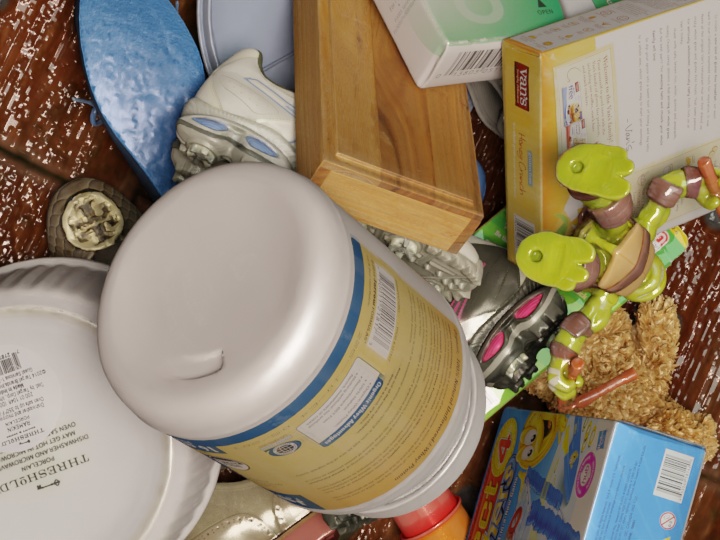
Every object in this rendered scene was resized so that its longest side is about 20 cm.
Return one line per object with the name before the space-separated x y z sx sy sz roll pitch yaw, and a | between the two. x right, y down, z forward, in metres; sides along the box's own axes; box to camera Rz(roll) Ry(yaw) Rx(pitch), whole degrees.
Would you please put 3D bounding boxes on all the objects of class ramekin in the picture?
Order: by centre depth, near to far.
ramekin | -0.178 0.095 0.940 0.199 0.105 0.202 0 93 0

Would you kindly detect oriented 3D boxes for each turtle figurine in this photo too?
turtle figurine | 0.147 -0.019 0.936 0.064 0.161 0.200 40 93 29

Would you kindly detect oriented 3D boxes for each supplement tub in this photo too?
supplement tub | -0.029 0.045 0.883 0.145 0.144 0.200 -60 142 -8

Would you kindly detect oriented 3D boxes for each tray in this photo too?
tray | 0.013 -0.106 0.956 0.098 0.037 0.201 18 44 -21

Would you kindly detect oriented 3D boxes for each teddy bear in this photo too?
teddy bear | 0.154 0.071 1.087 0.144 0.067 0.201 -20 96 -13

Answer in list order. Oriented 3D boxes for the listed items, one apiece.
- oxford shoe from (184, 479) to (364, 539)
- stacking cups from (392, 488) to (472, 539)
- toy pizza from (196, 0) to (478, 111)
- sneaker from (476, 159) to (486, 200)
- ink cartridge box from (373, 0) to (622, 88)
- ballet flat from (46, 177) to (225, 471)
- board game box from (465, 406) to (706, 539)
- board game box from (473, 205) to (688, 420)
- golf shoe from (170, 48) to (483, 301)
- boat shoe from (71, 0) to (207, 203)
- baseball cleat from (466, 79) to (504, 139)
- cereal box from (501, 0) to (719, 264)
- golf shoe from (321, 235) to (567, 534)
oxford shoe | -0.095 0.175 1.025 0.199 0.071 0.075 -29 72 -13
stacking cups | 0.076 0.208 1.078 0.060 0.060 0.201 -34 95 -13
toy pizza | -0.010 -0.156 1.049 0.199 0.032 0.202 0 90 -22
sneaker | 0.000 0.000 1.041 0.200 0.078 0.066 -42 63 4
ink cartridge box | 0.065 -0.207 0.999 0.160 0.050 0.201 -11 67 -33
ballet flat | -0.129 0.035 1.010 0.067 0.046 0.201 -26 98 -15
board game box | 0.109 0.183 0.954 0.056 0.196 0.201 18 83 -11
board game box | 0.104 0.011 1.049 0.200 0.030 0.096 -40 90 -2
golf shoe | -0.007 -0.059 0.961 0.199 0.078 0.098 30 62 -10
boat shoe | -0.123 -0.083 1.001 0.084 0.069 0.201 -22 101 -14
baseball cleat | 0.146 -0.115 1.077 0.199 0.070 0.107 20 85 -19
cereal box | 0.173 -0.092 0.991 0.199 0.039 0.145 -21 122 -28
golf shoe | 0.037 0.070 1.004 0.088 0.077 0.200 40 81 17
